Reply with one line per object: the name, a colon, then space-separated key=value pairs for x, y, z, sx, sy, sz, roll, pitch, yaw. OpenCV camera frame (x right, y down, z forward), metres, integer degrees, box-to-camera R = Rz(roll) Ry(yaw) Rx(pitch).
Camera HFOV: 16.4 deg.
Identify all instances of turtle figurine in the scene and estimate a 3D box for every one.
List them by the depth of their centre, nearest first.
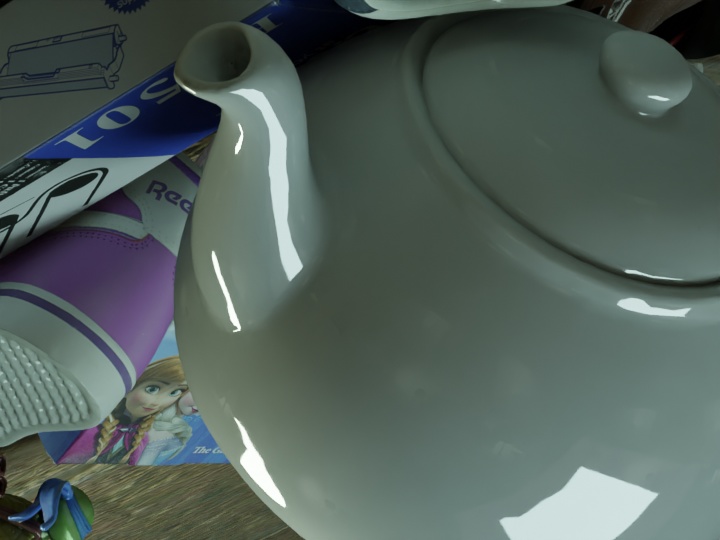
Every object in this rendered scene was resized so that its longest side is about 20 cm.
turtle figurine: x=-0.242 y=0.201 z=1.436 sx=0.194 sy=0.144 sz=0.200 roll=-18 pitch=165 yaw=-18

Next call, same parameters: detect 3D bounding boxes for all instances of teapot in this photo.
teapot: x=0.054 y=-0.008 z=0.707 sx=0.200 sy=0.197 sz=0.146 roll=-47 pitch=171 yaw=-52

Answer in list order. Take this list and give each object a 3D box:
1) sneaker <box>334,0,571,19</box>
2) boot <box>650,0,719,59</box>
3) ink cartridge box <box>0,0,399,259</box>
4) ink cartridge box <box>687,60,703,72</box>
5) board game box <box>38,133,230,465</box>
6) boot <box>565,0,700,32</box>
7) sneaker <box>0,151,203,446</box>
sneaker: x=0.060 y=-0.105 z=0.673 sx=0.200 sy=0.071 sz=0.073 roll=-20 pitch=139 yaw=-27
boot: x=0.166 y=-0.106 z=1.013 sx=0.144 sy=0.072 sz=0.200 roll=-23 pitch=162 yaw=-7
ink cartridge box: x=-0.093 y=-0.047 z=0.743 sx=0.200 sy=0.044 sz=0.094 roll=-29 pitch=171 yaw=22
ink cartridge box: x=0.142 y=0.004 z=1.161 sx=0.068 sy=0.200 sz=0.116 roll=18 pitch=-170 yaw=28
board game box: x=0.000 y=0.000 z=0.967 sx=0.200 sy=0.043 sz=0.199 roll=3 pitch=135 yaw=-45
boot: x=0.113 y=-0.093 z=0.868 sx=0.200 sy=0.064 sz=0.186 roll=-23 pitch=155 yaw=-41
sneaker: x=-0.112 y=-0.001 z=0.875 sx=0.200 sy=0.073 sz=0.114 roll=-2 pitch=-131 yaw=53
